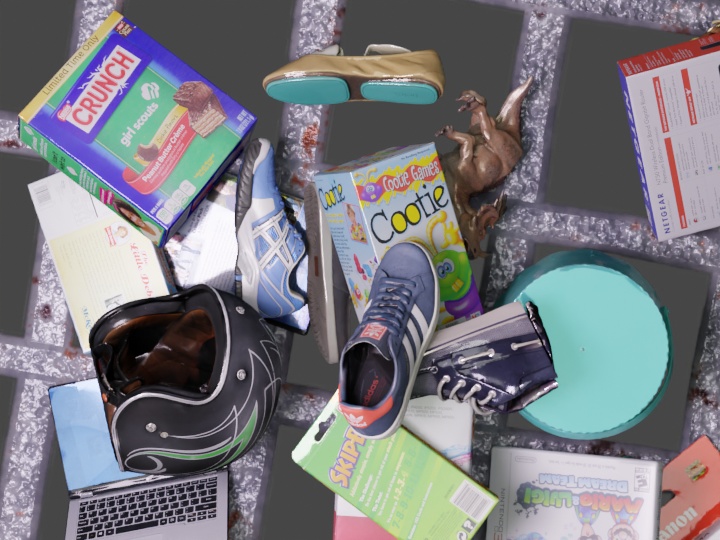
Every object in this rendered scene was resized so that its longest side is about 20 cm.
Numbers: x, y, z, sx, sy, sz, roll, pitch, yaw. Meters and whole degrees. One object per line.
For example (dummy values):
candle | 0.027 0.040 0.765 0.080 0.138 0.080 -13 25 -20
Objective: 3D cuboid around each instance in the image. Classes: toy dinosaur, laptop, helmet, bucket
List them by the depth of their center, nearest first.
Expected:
helmet | -0.176 0.116 1.681 0.189 0.200 0.201 -13 92 -11
bucket | 0.234 0.079 1.712 0.206 0.135 0.209 0 94 5
toy dinosaur | 0.134 -0.114 1.740 0.136 0.086 0.200 44 77 -11
laptop | -0.247 0.218 1.762 0.186 0.201 0.116 -11 126 4

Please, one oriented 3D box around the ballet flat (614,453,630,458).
ballet flat | 0.273 0.300 1.744 0.062 0.067 0.201 -20 64 43

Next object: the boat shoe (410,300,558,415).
boat shoe | 0.102 0.109 1.599 0.199 0.075 0.093 -24 63 -1

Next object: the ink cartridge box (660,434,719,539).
ink cartridge box | 0.361 0.310 1.764 0.200 0.044 0.174 -40 91 5

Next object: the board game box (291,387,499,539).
board game box | 0.034 0.211 1.640 0.200 0.030 0.096 36 93 -2

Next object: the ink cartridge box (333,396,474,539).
ink cartridge box | 0.048 0.195 1.724 0.144 0.145 0.201 3 94 3

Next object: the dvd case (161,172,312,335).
dvd case | -0.130 -0.027 1.787 0.199 0.018 0.144 19 94 1

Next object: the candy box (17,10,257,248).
candy box | -0.240 -0.153 1.728 0.200 0.077 0.169 36 68 1

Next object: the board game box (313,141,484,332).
board game box | 0.042 -0.021 1.677 0.103 0.105 0.201 -21 100 -22

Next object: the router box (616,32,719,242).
router box | 0.378 -0.148 1.695 0.178 0.049 0.201 -14 118 4

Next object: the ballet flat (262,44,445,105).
ballet flat | -0.006 -0.216 1.757 0.199 0.069 0.063 2 65 1

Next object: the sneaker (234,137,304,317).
sneaker | -0.099 -0.044 1.745 0.076 0.076 0.201 -1 103 -4

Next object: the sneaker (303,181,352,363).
sneaker | 0.000 0.000 1.748 0.106 0.075 0.201 -5 102 -18

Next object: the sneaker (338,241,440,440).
sneaker | 0.024 0.059 1.549 0.074 0.085 0.201 3 71 23

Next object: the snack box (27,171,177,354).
snack box | -0.280 -0.021 1.773 0.116 0.037 0.201 -20 85 9

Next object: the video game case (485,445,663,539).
video game case | 0.225 0.287 1.724 0.199 0.024 0.183 2 86 33

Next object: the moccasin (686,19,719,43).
moccasin | 0.393 -0.237 1.715 0.200 0.078 0.074 -25 91 4
